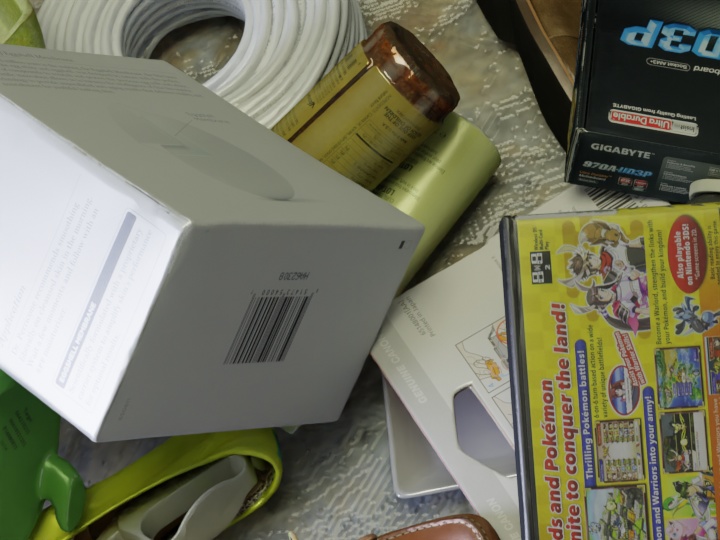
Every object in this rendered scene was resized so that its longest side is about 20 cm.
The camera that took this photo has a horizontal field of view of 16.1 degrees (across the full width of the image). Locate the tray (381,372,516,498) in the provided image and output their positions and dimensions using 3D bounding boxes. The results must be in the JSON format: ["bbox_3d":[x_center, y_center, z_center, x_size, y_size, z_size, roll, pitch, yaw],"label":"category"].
[{"bbox_3d":[0.111,0.059,1.341,0.199,0.022,0.108,-11,57,9],"label":"tray"}]

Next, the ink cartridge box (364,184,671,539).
[{"bbox_3d":[0.119,0.060,1.299,0.176,0.045,0.200,-31,57,-5],"label":"ink cartridge box"}]

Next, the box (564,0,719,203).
[{"bbox_3d":[0.213,-0.103,1.351,0.199,0.046,0.160,10,53,0],"label":"box"}]

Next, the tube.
[{"bbox_3d":[0.000,0.000,1.390,0.052,0.058,0.200,38,77,0],"label":"tube"}]

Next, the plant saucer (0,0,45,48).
[{"bbox_3d":[-0.250,-0.082,1.445,0.200,0.048,0.200,-48,24,3],"label":"plant saucer"}]

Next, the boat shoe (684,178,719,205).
[{"bbox_3d":[0.246,0.018,1.277,0.199,0.072,0.068,31,78,5],"label":"boat shoe"}]

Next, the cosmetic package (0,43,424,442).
[{"bbox_3d":[-0.115,-0.018,1.277,0.200,0.199,0.123,35,109,30],"label":"cosmetic package"}]

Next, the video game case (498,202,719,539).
[{"bbox_3d":[0.163,0.068,1.223,0.180,0.026,0.201,-3,83,-2],"label":"video game case"}]

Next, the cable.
[{"bbox_3d":[-0.095,-0.122,1.474,0.200,0.069,0.200,-36,58,-7],"label":"cable"}]

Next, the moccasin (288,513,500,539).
[{"bbox_3d":[-0.023,0.170,1.252,0.200,0.078,0.074,-18,70,19],"label":"moccasin"}]

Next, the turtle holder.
[{"bbox_3d":[-0.222,0.081,1.276,0.131,0.141,0.186,14,80,31],"label":"turtle holder"}]

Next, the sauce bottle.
[{"bbox_3d":[-0.035,-0.049,1.388,0.200,0.066,0.066,-41,55,17],"label":"sauce bottle"}]

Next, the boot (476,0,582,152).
[{"bbox_3d":[0.124,-0.129,1.424,0.075,0.074,0.201,-18,55,-8],"label":"boot"}]

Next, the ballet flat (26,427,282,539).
[{"bbox_3d":[-0.124,0.142,1.323,0.200,0.067,0.067,-34,32,-10],"label":"ballet flat"}]
